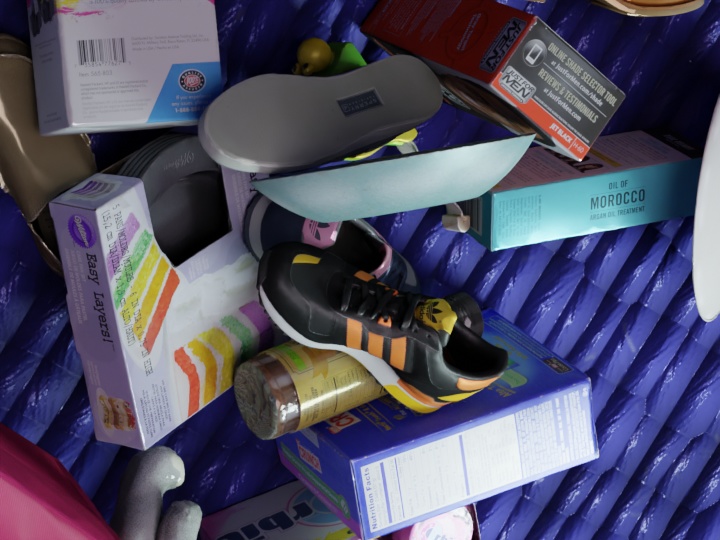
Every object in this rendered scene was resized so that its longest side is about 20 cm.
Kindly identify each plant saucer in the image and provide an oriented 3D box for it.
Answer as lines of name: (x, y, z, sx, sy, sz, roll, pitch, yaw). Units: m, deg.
plant saucer: (0.025, -0.060, 1.616, 0.201, 0.201, 0.039, -11, 93, -22)

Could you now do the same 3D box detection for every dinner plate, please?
dinner plate: (0.294, -0.058, 1.847, 0.200, 0.024, 0.201, 10, 90, -70)

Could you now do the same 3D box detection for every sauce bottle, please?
sauce bottle: (0.002, 0.065, 1.741, 0.200, 0.065, 0.065, -21, 117, -32)

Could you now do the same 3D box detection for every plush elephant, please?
plush elephant: (-0.142, 0.255, 1.703, 0.155, 0.200, 0.165, 37, 111, -27)

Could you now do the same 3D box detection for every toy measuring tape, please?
toy measuring tape: (0.007, -0.087, 1.742, 0.074, 0.074, 0.200, -40, 116, -7)

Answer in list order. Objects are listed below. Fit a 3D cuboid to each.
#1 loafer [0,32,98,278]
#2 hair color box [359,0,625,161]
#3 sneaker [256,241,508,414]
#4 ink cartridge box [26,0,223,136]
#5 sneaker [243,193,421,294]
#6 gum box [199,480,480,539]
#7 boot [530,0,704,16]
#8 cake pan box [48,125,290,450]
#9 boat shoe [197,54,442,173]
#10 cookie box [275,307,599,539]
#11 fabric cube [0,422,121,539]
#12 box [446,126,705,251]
loafer: (-0.218, -0.075, 1.645, 0.076, 0.067, 0.200, -33, 119, -11)
hair color box: (0.091, -0.150, 1.687, 0.101, 0.200, 0.061, 37, 86, -31)
sneaker: (0.019, 0.030, 1.649, 0.200, 0.090, 0.070, 35, 51, -33)
ink cartridge box: (-0.165, -0.197, 1.605, 0.115, 0.068, 0.200, -5, 90, -26)
sneaker: (0.000, 0.000, 1.743, 0.200, 0.082, 0.070, 27, 76, -50)
gum box: (-0.021, 0.211, 1.818, 0.200, 0.113, 0.066, -20, 116, -17)
boot: (0.186, -0.274, 1.765, 0.200, 0.074, 0.155, 3, 103, -29)
cake pan box: (-0.130, -0.001, 1.680, 0.184, 0.052, 0.200, -36, 126, -46)
boat shoe: (-0.034, -0.098, 1.630, 0.201, 0.072, 0.070, -16, 75, -37)
cookie box: (0.052, 0.114, 1.785, 0.200, 0.171, 0.075, -17, 113, -18)
fabric cube: (-0.309, 0.193, 1.627, 0.199, 0.200, 0.196, 38, 89, -33)
box: (0.172, -0.065, 1.828, 0.200, 0.082, 0.049, -10, 114, -22)
